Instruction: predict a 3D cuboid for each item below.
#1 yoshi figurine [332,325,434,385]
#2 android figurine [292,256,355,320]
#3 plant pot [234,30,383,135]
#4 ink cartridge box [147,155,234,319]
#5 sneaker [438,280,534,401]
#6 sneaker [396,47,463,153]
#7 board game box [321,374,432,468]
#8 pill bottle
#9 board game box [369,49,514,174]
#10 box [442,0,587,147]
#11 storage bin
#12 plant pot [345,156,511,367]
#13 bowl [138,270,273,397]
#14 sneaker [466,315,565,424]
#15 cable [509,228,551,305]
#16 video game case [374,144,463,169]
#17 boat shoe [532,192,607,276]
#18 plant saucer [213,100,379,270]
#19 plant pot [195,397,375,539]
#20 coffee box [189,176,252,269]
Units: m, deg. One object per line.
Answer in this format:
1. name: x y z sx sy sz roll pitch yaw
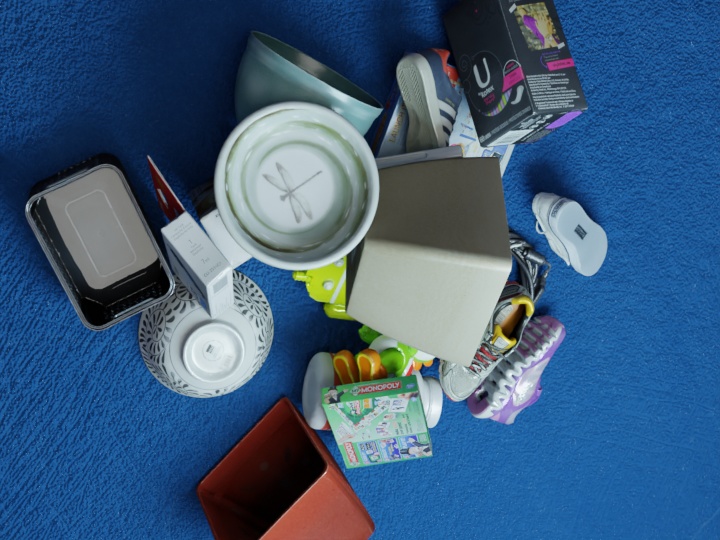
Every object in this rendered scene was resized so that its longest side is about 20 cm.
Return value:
1. yoshi figurine: 0.056 0.093 1.451 0.199 0.112 0.113 -24 148 -39
2. android figurine: 0.000 0.000 1.453 0.197 0.041 0.183 9 130 -24
3. plant pot: -0.087 -0.207 1.327 0.198 0.201 0.135 25 106 -20
4. ink cartridge box: -0.231 -0.036 1.295 0.045 0.200 0.177 -37 83 -14
5. sneaker: 0.186 0.106 1.493 0.077 0.082 0.201 31 93 -16
6. sneaker: 0.109 -0.209 1.385 0.084 0.074 0.202 -31 126 -34
7. board game box: 0.027 0.218 1.427 0.132 0.029 0.201 -8 143 5
8. pill bottle: 0.018 0.188 1.504 0.197 0.112 0.114 8 103 -18
9. board game box: 0.122 -0.190 1.458 0.194 0.056 0.202 19 99 -19
10. box: 0.208 -0.285 1.367 0.105 0.122 0.203 -9 78 -33
11. storage bin: -0.348 -0.040 1.349 0.134 0.094 0.202 -25 110 -7
12. plant pot: 0.075 -0.022 1.295 0.174 0.202 0.201 8 136 -7
13. bowl: -0.214 0.103 1.426 0.198 0.094 0.204 -4 107 -14
14. sneaker: 0.259 0.163 1.589 0.088 0.081 0.201 34 99 -28
15. cable: 0.195 0.034 1.544 0.162 0.051 0.201 34 95 -21
16. video game case: 0.059 -0.095 1.396 0.179 0.022 0.201 -8 148 5
17. boat shoe: 0.310 -0.061 1.540 0.075 0.086 0.202 -55 140 -1
18. plant saucer: -0.077 -0.100 1.207 0.197 0.050 0.203 1 85 -9
19. plant pot: -0.095 0.350 1.484 0.200 0.200 0.176 -45 122 1
20. coffee box: -0.156 -0.084 1.332 0.114 0.200 0.080 -31 109 -4
